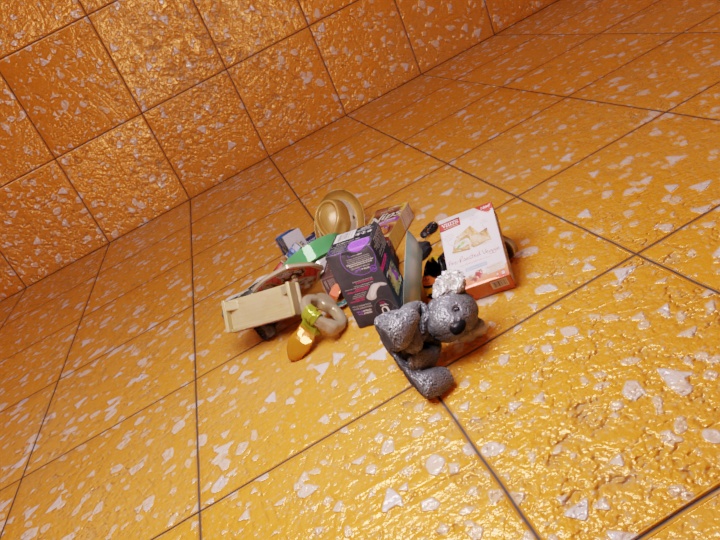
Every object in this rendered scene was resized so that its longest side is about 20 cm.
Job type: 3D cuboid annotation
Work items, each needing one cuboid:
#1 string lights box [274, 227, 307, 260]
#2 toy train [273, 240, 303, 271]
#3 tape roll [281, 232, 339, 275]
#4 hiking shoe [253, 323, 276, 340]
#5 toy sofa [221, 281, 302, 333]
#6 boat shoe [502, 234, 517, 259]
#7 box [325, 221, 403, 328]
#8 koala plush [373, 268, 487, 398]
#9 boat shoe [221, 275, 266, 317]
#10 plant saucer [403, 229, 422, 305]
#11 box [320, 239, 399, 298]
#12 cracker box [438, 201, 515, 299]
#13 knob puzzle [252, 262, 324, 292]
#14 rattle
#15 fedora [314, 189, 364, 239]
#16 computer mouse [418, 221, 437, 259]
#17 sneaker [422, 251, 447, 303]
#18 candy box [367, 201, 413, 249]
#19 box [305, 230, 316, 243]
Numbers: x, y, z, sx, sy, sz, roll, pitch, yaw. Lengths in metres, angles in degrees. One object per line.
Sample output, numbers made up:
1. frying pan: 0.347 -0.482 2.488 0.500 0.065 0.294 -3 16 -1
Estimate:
1. string lights box: -0.200 -0.068 1.894 0.058 0.104 0.200 -31 9 -12
2. toy train: -0.225 -0.003 1.761 0.202 0.034 0.046 -54 -13 -5
3. tape roll: -0.127 -0.026 1.730 0.198 0.049 0.201 -32 -11 -7
4. hiking shoe: -0.252 0.116 1.676 0.100 0.077 0.199 -36 25 -13
5. toy sofa: -0.238 0.094 1.564 0.195 0.085 0.097 -16 -9 13
6. boat shoe: 0.303 -0.075 1.496 0.066 0.075 0.198 -34 30 -24
7. box: 0.019 0.012 1.455 0.120 0.203 0.107 -15 26 22
8. koala plush: 0.142 0.104 1.200 0.198 0.180 0.184 -34 15 -8
9. boat shoe: -0.317 0.084 1.821 0.197 0.071 0.064 -30 22 13
10. plant saucer: 0.117 0.013 1.388 0.038 0.205 0.202 2 30 7
11. box: 0.000 0.000 1.656 0.196 0.076 0.101 -18 25 15
12. cracker box: 0.255 -0.040 1.392 0.131 0.058 0.204 -20 52 19
13. knob puzzle: -0.184 0.030 1.622 0.215 0.031 0.220 -19 -16 -6
14. rattle: -0.098 0.128 1.546 0.127 0.146 0.200 13 18 0
15. fedora: -0.080 -0.147 1.875 0.197 0.206 0.081 -11 -9 31
16. computer mouse: 0.171 -0.085 1.696 0.057 0.035 0.201 -14 27 28
17. sneaker: 0.190 -0.010 1.457 0.069 0.091 0.201 -10 31 29
18. candy box: 0.072 -0.120 1.836 0.114 0.057 0.201 -13 27 30
19. box: -0.136 -0.095 2.026 0.120 0.033 0.199 -33 24 -12
